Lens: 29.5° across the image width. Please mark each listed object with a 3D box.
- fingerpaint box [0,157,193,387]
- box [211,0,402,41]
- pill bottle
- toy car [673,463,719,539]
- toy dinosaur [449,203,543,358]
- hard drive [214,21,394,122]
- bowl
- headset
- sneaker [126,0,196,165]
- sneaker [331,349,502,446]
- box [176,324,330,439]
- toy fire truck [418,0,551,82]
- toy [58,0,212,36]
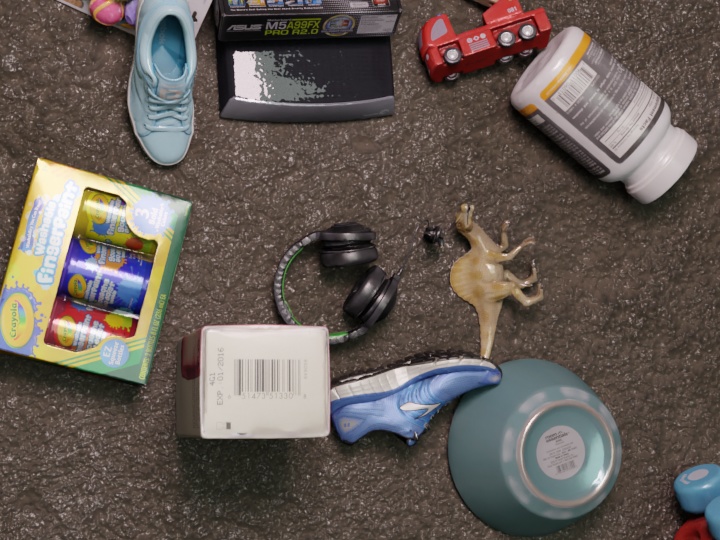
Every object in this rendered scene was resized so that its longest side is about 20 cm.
[{"bbox_3d":[-0.280,0.004,1.417,0.166,0.073,0.201,16,81,-13],"label":"fingerpaint box"},{"bbox_3d":[-0.068,-0.328,1.491,0.199,0.044,0.161,-4,62,-15],"label":"box"},{"bbox_3d":[0.279,-0.174,1.560,0.200,0.116,0.117,39,77,-9],"label":"pill bottle"},{"bbox_3d":[0.358,0.350,1.513,0.199,0.177,0.185,-25,103,-3],"label":"toy car"},{"bbox_3d":[0.153,0.017,1.550,0.101,0.058,0.201,-8,100,1],"label":"toy dinosaur"},{"bbox_3d":[-0.058,-0.234,1.515,0.199,0.042,0.135,-2,85,-15],"label":"hard drive"},{"bbox_3d":[0.207,0.198,1.507,0.200,0.105,0.202,1,87,-17],"label":"bowl"},{"bbox_3d":[0.000,0.000,1.506,0.200,0.094,0.124,-26,96,0],"label":"headset"},{"bbox_3d":[-0.205,-0.192,1.414,0.074,0.082,0.201,-5,120,-10],"label":"sneaker"},{"bbox_3d":[0.061,0.142,1.500,0.199,0.079,0.089,-14,96,-7],"label":"sneaker"},{"bbox_3d":[-0.113,0.115,1.385,0.127,0.200,0.109,1,84,-15],"label":"box"},{"bbox_3d":[0.151,-0.307,1.565,0.199,0.049,0.141,-18,71,-4],"label":"toy fire truck"},{"bbox_3d":[-0.262,-0.292,1.429,0.200,0.115,0.047,26,48,-9],"label":"toy"}]
